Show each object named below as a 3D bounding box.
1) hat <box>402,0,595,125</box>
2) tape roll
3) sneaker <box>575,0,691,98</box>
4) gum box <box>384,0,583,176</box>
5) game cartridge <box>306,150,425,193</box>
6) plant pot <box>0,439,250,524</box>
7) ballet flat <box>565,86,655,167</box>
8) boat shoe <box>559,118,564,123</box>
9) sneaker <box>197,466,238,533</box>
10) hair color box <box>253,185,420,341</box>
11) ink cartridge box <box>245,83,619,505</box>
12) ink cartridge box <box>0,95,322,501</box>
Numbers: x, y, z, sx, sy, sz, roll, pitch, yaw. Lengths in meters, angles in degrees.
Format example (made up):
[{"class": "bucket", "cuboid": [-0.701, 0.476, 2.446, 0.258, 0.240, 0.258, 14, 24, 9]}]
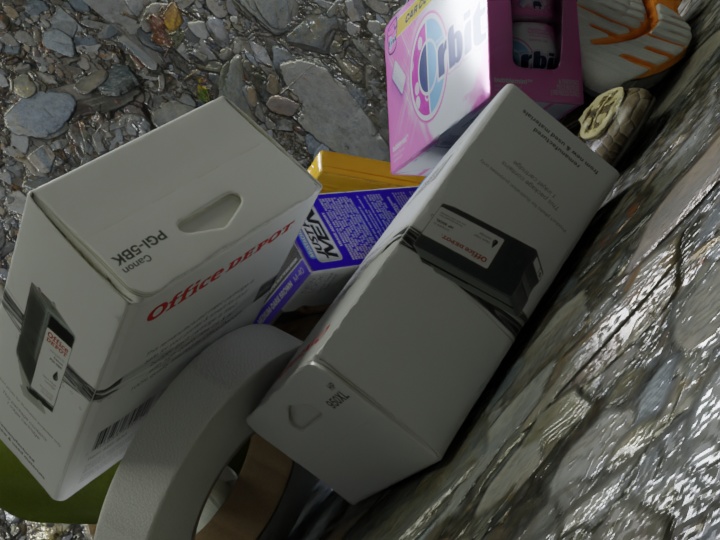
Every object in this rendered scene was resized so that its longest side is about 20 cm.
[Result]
[{"class": "hat", "cuboid": [0.113, -0.161, 0.985, 0.201, 0.199, 0.081, -48, 20, 41]}, {"class": "tape roll", "cuboid": [-0.084, 0.131, 0.749, 0.203, 0.037, 0.204, -48, -28, -36]}, {"class": "sneaker", "cuboid": [0.178, -0.151, 0.843, 0.200, 0.078, 0.078, -51, -14, -57]}, {"class": "gum box", "cuboid": [0.079, -0.142, 0.829, 0.200, 0.065, 0.115, 151, 119, -70]}, {"class": "game cartridge", "cuboid": [0.005, -0.030, 1.108, 0.200, 0.175, 0.033, 133, 139, -53]}, {"class": "plant pot", "cuboid": [-0.179, 0.118, 0.970, 0.199, 0.188, 0.188, 1, 42, 41]}, {"class": "ballet flat", "cuboid": [0.129, -0.074, 0.791, 0.068, 0.046, 0.200, -52, 3, -15]}, {"class": "boat shoe", "cuboid": [0.116, -0.101, 0.937, 0.067, 0.073, 0.201, -72, -4, -50]}, {"class": "sneaker", "cuboid": [-0.132, 0.187, 0.850, 0.201, 0.075, 0.081, 111, -177, -50]}, {"class": "hair color box", "cuboid": [0.000, 0.000, 0.841, 0.199, 0.065, 0.109, -7, -32, -43]}, {"class": "ink cartridge box", "cuboid": [0.038, 0.018, 0.683, 0.201, 0.084, 0.145, -53, 3, -27]}, {"class": "ink cartridge box", "cuboid": [-0.123, 0.017, 0.694, 0.146, 0.083, 0.201, -35, -17, -42]}]
